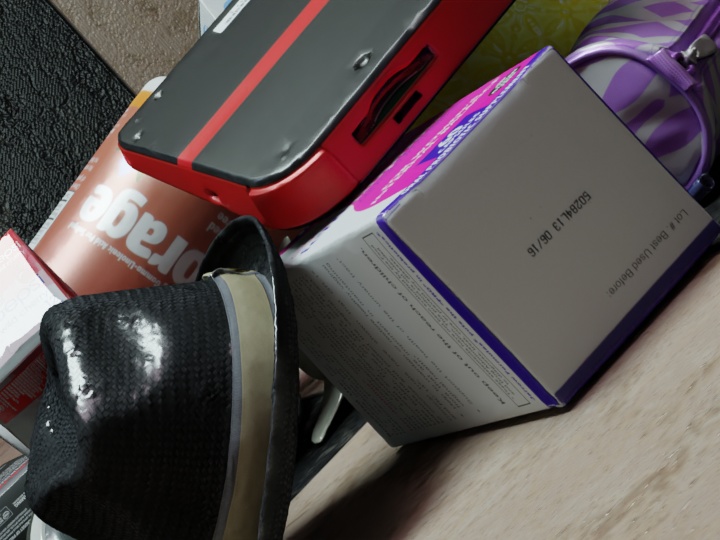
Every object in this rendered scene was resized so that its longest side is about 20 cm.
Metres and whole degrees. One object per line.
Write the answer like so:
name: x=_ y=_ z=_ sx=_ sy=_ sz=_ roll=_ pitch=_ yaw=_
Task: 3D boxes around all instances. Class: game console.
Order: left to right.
game console: x=-0.008 y=-0.109 z=1.120 sx=0.200 sy=0.031 sz=0.177 roll=-50 pitch=28 yaw=-11

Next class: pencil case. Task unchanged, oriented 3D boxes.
pencil case: x=0.147 y=-0.103 z=1.119 sx=0.200 sy=0.084 sz=0.086 roll=-51 pitch=-8 yaw=-51

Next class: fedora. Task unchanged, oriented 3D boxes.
fedora: x=-0.089 y=0.064 z=1.046 sx=0.201 sy=0.091 sz=0.202 roll=-175 pitch=90 yaw=-76

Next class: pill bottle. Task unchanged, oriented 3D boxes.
pill bottle: x=-0.118 y=0.010 z=1.301 sx=0.200 sy=0.112 sz=0.112 roll=-55 pitch=8 yaw=-8

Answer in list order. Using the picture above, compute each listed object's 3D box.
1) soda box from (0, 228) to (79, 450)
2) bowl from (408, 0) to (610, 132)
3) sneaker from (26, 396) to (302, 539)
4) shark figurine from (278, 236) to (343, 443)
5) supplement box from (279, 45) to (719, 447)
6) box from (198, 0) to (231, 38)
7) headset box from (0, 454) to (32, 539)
soda box: x=-0.123 y=0.067 z=1.191 sx=0.063 sy=0.200 sz=0.070 roll=-42 pitch=51 yaw=-3
bowl: x=0.072 y=-0.143 z=1.213 sx=0.200 sy=0.200 sz=0.108 roll=-50 pitch=-18 yaw=-49
sneaker: x=-0.095 y=0.092 z=1.360 sx=0.121 sy=0.084 sz=0.200 roll=-50 pitch=0 yaw=35
shark figurine: x=0.008 y=-0.001 z=1.280 sx=0.214 sy=0.089 sz=0.128 roll=-36 pitch=17 yaw=36
supplement box: x=0.043 y=-0.003 z=1.034 sx=0.101 sy=0.103 sz=0.200 roll=-46 pitch=5 yaw=-19
box: x=0.016 y=-0.108 z=1.406 sx=0.155 sy=0.041 sz=0.200 roll=-12 pitch=33 yaw=-19
headset box: x=-0.227 y=0.184 z=1.556 sx=0.149 sy=0.075 sz=0.200 roll=-45 pitch=7 yaw=-20
